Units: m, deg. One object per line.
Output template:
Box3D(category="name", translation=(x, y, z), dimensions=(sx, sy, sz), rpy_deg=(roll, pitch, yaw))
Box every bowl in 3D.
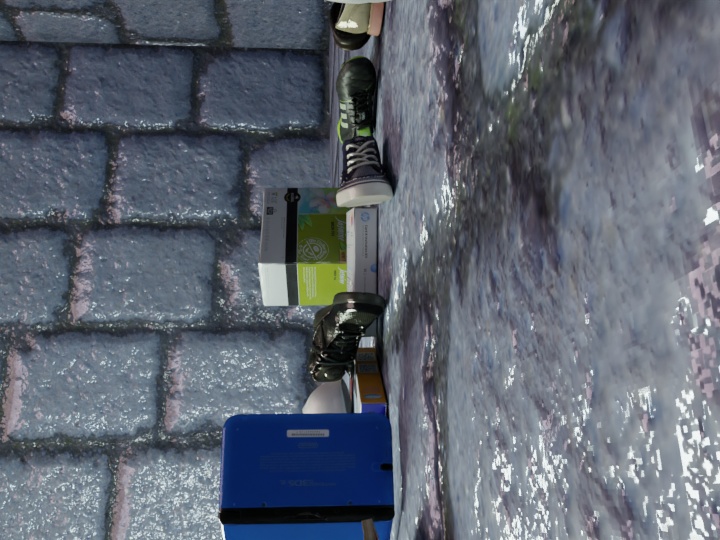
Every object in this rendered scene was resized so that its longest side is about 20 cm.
Box3D(category="bowl", translation=(-0.041, 0.281, 1.083), dimensions=(0.200, 0.074, 0.201), rpy_deg=(79, 180, -75))

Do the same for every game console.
Box3D(category="game console", translation=(-0.064, 0.268, 0.805), dimensions=(0.118, 0.199, 0.172), rpy_deg=(103, 167, -69))

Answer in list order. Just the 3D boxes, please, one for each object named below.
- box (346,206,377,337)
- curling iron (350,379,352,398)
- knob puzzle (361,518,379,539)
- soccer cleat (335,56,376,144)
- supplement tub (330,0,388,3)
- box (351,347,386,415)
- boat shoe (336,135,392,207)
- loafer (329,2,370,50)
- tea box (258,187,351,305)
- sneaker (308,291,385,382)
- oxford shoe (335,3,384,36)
Box3D(category="box", translation=(0.000, 0.000, 1.099), dimensions=(0.156, 0.041, 0.202), rpy_deg=(-163, 72, -84))
Box3D(category="curling iron", translation=(-0.010, 0.240, 1.296), dimensions=(0.050, 0.025, 0.201), rpy_deg=(92, 176, -60))
Box3D(category="knob puzzle", translation=(0.037, 0.327, 0.613), dimensions=(0.220, 0.030, 0.221), rpy_deg=(166, 90, -89))
Box3D(category="soccer cleat", translation=(-0.002, -0.254, 1.058), dimensions=(0.200, 0.067, 0.081), rpy_deg=(98, 154, -65))
Box3D(category="supplement tub", translation=(-0.002, -0.350, 0.572), dimensions=(0.132, 0.131, 0.201), rpy_deg=(-95, 6, -48))
Box3D(category="box", translation=(0.010, 0.208, 0.975), dimensions=(0.200, 0.041, 0.120), rpy_deg=(-97, 8, -72))
Box3D(category="boat shoe", translation=(-0.001, -0.134, 0.881), dimensions=(0.200, 0.074, 0.093), rpy_deg=(-136, 39, -85))
Box3D(category="loafer", translation=(-0.006, -0.408, 1.068), dimensions=(0.072, 0.072, 0.201), rpy_deg=(87, -172, -51))
Box3D(category="tea box", translation=(-0.094, -0.048, 1.304), dimensions=(0.134, 0.195, 0.201), rpy_deg=(95, 173, -51))
Box3D(category="sneaker", translation=(-0.020, 0.097, 0.943), dimensions=(0.199, 0.076, 0.115), rpy_deg=(141, 136, -60))
Box3D(category="oxford shoe", translation=(-0.002, -0.430, 0.920), dimensions=(0.071, 0.073, 0.201), rpy_deg=(-100, 11, -65))
